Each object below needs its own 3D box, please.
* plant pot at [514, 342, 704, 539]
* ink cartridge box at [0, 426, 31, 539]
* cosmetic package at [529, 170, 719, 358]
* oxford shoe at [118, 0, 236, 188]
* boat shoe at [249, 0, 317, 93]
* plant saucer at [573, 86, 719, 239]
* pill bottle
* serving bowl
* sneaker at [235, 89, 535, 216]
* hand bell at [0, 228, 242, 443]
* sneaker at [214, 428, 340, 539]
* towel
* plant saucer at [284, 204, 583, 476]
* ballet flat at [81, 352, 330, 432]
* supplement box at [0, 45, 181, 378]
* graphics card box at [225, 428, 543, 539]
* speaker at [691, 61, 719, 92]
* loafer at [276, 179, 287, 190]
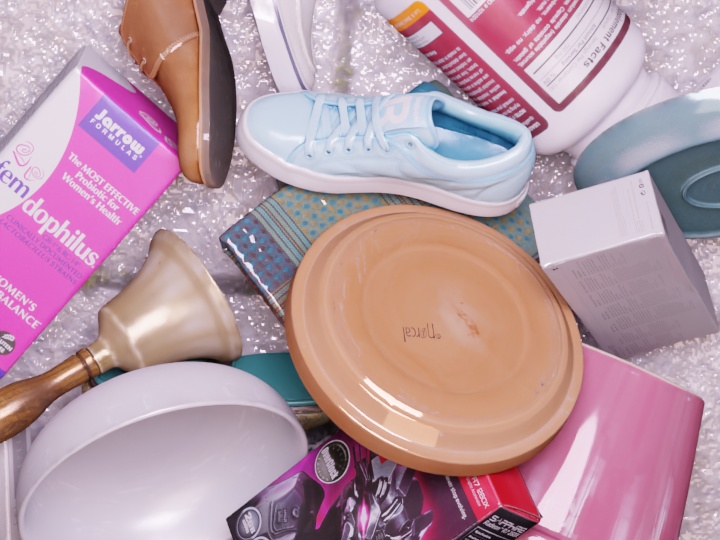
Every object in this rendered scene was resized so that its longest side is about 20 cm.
[{"bbox_3d":[0.145,0.147,1.500,0.199,0.200,0.180,25,87,-8],"label":"plant pot"},{"bbox_3d":[-0.312,0.194,1.517,0.175,0.045,0.201,0,96,17],"label":"ink cartridge box"},{"bbox_3d":[0.178,0.000,1.452,0.082,0.200,0.051,-18,66,12],"label":"cosmetic package"},{"bbox_3d":[-0.122,-0.141,1.441,0.071,0.071,0.201,-11,65,5],"label":"oxford shoe"},{"bbox_3d":[-0.045,-0.215,1.459,0.069,0.071,0.201,-11,97,3],"label":"boat shoe"},{"bbox_3d":[0.239,-0.065,1.419,0.199,0.200,0.028,-7,67,0],"label":"plant saucer"},{"bbox_3d":[0.115,-0.152,1.455,0.200,0.113,0.113,42,99,-11],"label":"pill bottle"},{"bbox_3d":[-0.138,0.122,1.457,0.199,0.066,0.201,-15,146,-10],"label":"serving bowl"},{"bbox_3d":[0.020,-0.094,1.429,0.199,0.074,0.082,8,148,-5],"label":"sneaker"},{"bbox_3d":[-0.189,0.066,1.462,0.199,0.104,0.105,-33,104,-20],"label":"hand bell"},{"bbox_3d":[-0.052,0.157,1.547,0.092,0.076,0.200,39,98,-6],"label":"sneaker"},{"bbox_3d":[0.021,-0.022,1.471,0.200,0.022,0.147,-38,89,-22],"label":"towel"},{"bbox_3d":[0.050,0.038,1.399,0.199,0.201,0.032,18,140,-6],"label":"plant saucer"},{"bbox_3d":[-0.096,0.094,1.538,0.199,0.071,0.071,2,104,-3],"label":"ballet flat"},{"bbox_3d":[-0.215,-0.041,1.476,0.101,0.103,0.200,40,98,-11],"label":"supplement box"},{"bbox_3d":[0.011,0.163,1.433,0.200,0.126,0.051,-39,142,22],"label":"graphics card box"},{"bbox_3d":[0.311,-0.158,1.478,0.081,0.081,0.200,41,98,-11],"label":"speaker"},{"bbox_3d":[0.000,0.000,1.507,0.075,0.070,0.201,-29,86,-23],"label":"loafer"}]
